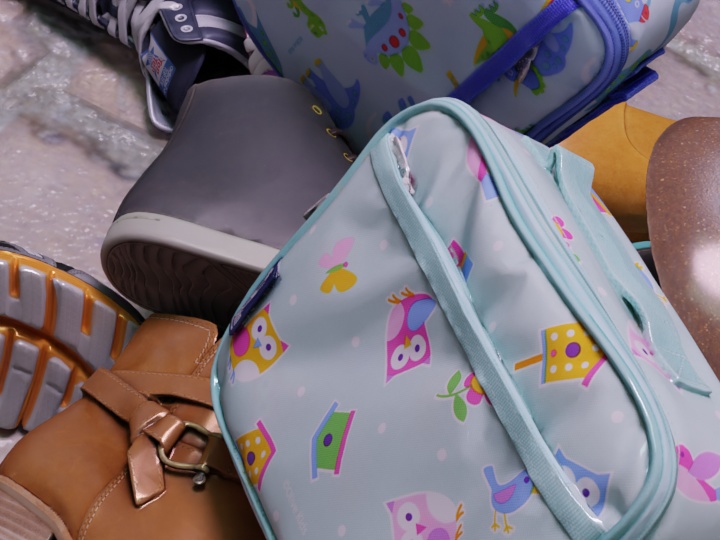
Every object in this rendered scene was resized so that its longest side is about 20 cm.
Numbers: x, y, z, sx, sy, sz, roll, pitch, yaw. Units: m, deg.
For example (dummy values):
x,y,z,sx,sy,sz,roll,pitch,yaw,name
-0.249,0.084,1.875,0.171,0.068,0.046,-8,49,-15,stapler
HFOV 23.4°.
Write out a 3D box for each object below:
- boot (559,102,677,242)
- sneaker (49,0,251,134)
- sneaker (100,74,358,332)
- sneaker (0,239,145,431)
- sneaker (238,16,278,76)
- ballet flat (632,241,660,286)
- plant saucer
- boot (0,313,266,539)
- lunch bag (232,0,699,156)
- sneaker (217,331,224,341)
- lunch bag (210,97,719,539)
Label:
x,y,z,sx,sy,sz,roll,pitch,yaw,name
0.139,-0.041,0.844,0.200,0.071,0.144,3,18,-22,boot
-0.121,-0.138,0.901,0.199,0.070,0.109,19,42,-1,sneaker
0.002,-0.017,0.727,0.199,0.075,0.107,19,56,0,sneaker
-0.182,0.007,0.742,0.199,0.079,0.077,17,23,-9,sneaker
-0.033,-0.124,0.832,0.201,0.072,0.114,59,37,-20,sneaker
0.064,0.045,0.782,0.199,0.068,0.069,-16,61,-15,ballet flat
0.192,0.018,0.712,0.200,0.037,0.201,30,45,-34,plant saucer
-0.049,0.105,0.663,0.199,0.077,0.155,19,55,27,boot
0.037,-0.116,0.718,0.082,0.200,0.161,-40,92,-31,lunch bag
0.000,0.000,0.803,0.199,0.071,0.100,6,48,-4,sneaker
0.034,0.045,0.577,0.077,0.161,0.200,16,33,-40,lunch bag
